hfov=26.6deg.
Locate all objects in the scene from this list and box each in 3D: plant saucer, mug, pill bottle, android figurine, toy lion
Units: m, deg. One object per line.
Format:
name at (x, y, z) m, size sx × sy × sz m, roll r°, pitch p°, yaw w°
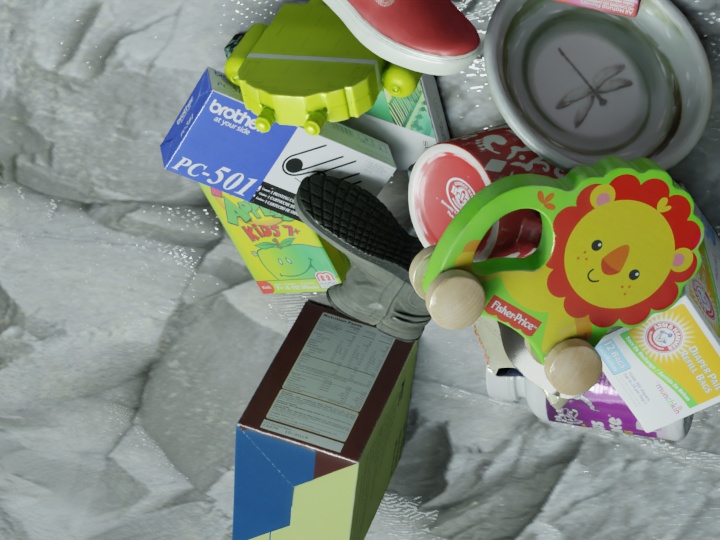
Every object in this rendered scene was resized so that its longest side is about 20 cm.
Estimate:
plant saucer at (0.192, -0.158, 1.266) m, size 0.199 × 0.201 × 0.050 m, roll 31°, pitch 155°, yaw -2°
mug at (0.162, -0.073, 1.298) m, size 0.177 × 0.199 × 0.134 m, roll 4°, pitch 104°, yaw 50°
pill bottle at (0.230, 0.100, 1.508) m, size 0.199 × 0.112 × 0.113 m, roll 7°, pitch 130°, yaw 20°
android figurine at (-0.031, -0.184, 1.333) m, size 0.181 × 0.200 × 0.041 m, roll 5°, pitch 133°, yaw 19°
toy lion at (0.168, -0.012, 1.210) m, size 0.199 × 0.069 × 0.192 m, roll 28°, pitch 105°, yaw -24°

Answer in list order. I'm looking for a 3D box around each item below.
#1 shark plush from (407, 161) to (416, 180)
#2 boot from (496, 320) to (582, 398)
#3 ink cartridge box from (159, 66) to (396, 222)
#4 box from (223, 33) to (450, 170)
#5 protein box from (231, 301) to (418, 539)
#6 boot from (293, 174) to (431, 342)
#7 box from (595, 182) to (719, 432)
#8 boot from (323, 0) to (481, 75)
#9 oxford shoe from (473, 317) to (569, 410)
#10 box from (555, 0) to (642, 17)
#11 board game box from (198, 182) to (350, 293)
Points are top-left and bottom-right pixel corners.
shark plush at (0.088, -0.041, 1.460) m, size 0.090 × 0.084 × 0.200 m, roll -13°, pitch 154°, yaw -19°
boot at (0.181, 0.028, 1.393) m, size 0.064 × 0.200 × 0.187 m, roll -47°, pitch 70°, yaw 25°
ink cartridge box at (-0.075, -0.105, 1.409) m, size 0.199 × 0.044 × 0.094 m, roll 21°, pitch 120°, yaw -28°
box at (-0.020, -0.162, 1.459) m, size 0.199 × 0.036 × 0.145 m, roll 0°, pitch 128°, yaw 25°
protein box at (-0.038, 0.183, 1.642) m, size 0.134 × 0.200 × 0.199 m, roll 17°, pitch 133°, yaw 12°
boot at (0.000, 0.000, 1.440) m, size 0.199 × 0.068 × 0.131 m, roll 30°, pitch 140°, yaw -17°
box at (0.271, 0.030, 1.359) m, size 0.101 × 0.200 × 0.113 m, roll -28°, pitch 113°, yaw 25°
boot at (0.025, -0.256, 1.200) m, size 0.200 × 0.072 × 0.145 m, roll 42°, pitch 142°, yaw 23°
oxford shoe at (0.132, 0.059, 1.461) m, size 0.200 × 0.074 × 0.071 m, roll 34°, pitch -178°, yaw 33°
box at (0.145, -0.287, 1.233) m, size 0.199 × 0.100 × 0.096 m, roll 15°, pitch 132°, yaw 13°
board game box at (-0.088, -0.063, 1.526) m, size 0.101 × 0.048 × 0.200 m, roll -2°, pitch 135°, yaw 28°
